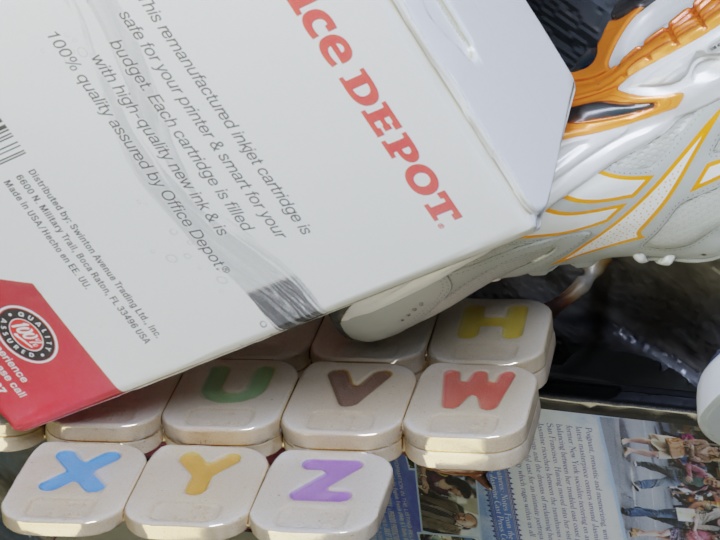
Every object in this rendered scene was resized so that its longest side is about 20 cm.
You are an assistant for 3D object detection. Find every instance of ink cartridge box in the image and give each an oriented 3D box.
[{"bbox_3d":[-0.056,-0.055,0.705,0.199,0.084,0.145,-20,118,29],"label":"ink cartridge box"}]

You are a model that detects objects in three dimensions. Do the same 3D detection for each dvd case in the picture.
[{"bbox_3d":[0.070,0.103,0.927,0.199,0.018,0.144,5,121,31],"label":"dvd case"}]

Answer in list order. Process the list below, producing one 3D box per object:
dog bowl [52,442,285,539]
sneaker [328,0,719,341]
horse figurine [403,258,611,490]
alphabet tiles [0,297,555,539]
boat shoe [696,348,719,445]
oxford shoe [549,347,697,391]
[{"bbox_3d":[-0.051,0.139,1.125,0.199,0.074,0.200,11,158,5],"label":"dog bowl"},{"bbox_3d":[0.082,-0.024,0.770,0.199,0.076,0.092,-33,118,14],"label":"sneaker"},{"bbox_3d":[0.000,0.000,0.907,0.199,0.133,0.050,28,148,21],"label":"horse figurine"},{"bbox_3d":[-0.037,0.034,0.789,0.198,0.196,0.015,1,115,12],"label":"alphabet tiles"},{"bbox_3d":[0.184,-0.010,0.755,0.074,0.087,0.202,23,143,-24],"label":"boat shoe"},{"bbox_3d":[0.049,0.078,0.996,0.199,0.085,0.073,-5,128,51],"label":"oxford shoe"}]
